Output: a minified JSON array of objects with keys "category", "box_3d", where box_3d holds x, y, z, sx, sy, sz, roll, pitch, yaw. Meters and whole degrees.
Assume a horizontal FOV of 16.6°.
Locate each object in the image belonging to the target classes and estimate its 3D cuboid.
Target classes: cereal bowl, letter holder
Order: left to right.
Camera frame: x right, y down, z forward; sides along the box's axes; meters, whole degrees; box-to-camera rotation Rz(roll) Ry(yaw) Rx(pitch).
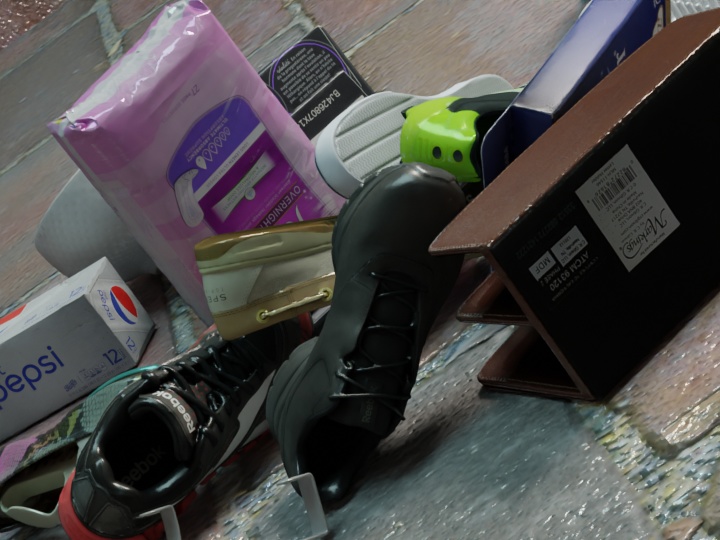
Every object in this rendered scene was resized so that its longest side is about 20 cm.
[{"category":"cereal bowl","box_3d":[-0.153,-0.058,1.888,0.200,0.083,0.200,-44,-7,-7]},{"category":"letter holder","box_3d":[0.130,-0.036,1.296,0.200,0.101,0.142,-42,16,-18]}]

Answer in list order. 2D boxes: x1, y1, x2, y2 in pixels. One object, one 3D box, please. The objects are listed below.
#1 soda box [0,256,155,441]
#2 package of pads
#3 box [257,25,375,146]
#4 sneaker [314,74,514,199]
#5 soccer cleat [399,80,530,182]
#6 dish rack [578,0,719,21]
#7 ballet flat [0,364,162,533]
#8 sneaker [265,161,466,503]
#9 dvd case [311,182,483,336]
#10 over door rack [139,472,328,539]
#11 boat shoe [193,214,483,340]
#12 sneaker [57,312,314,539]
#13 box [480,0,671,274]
[{"category":"soda box","box_3d":[-0.251,0.072,1.817,0.199,0.068,0.064,-30,18,23]},{"category":"package of pads","box_3d":[-0.091,-0.055,1.532,0.121,0.200,0.076,-46,25,-19]},{"category":"box","box_3d":[-0.062,-0.077,1.715,0.122,0.106,0.200,-41,5,-15]},{"category":"sneaker","box_3d":[0.030,-0.068,1.511,0.071,0.073,0.199,-37,-12,35]},{"category":"soccer cleat","box_3d":[0.111,-0.084,1.460,0.199,0.068,0.081,-16,22,-38]},{"category":"dish rack","box_3d":[0.241,-0.190,1.580,0.171,0.044,0.200,-38,17,-8]},{"category":"ballet flat","box_3d":[-0.173,0.124,1.550,0.199,0.069,0.072,-27,37,41]},{"category":"sneaker","box_3d":[0.009,0.038,1.307,0.091,0.075,0.201,-99,26,-60]},{"category":"dvd case","box_3d":[0.012,-0.024,1.625,0.200,0.025,0.150,-43,18,-17]},{"category":"over door rack","box_3d":[-0.119,0.185,1.279,0.147,0.067,0.200,-17,12,48]},{"category":"boat shoe","box_3d":[0.000,0.000,1.456,0.198,0.067,0.074,-8,4,-17]},{"category":"sneaker","box_3d":[-0.095,0.081,1.438,0.200,0.071,0.098,-45,-9,-22]},{"category":"box","box_3d":[0.126,-0.077,1.386,0.032,0.122,0.200,15,44,26]}]
